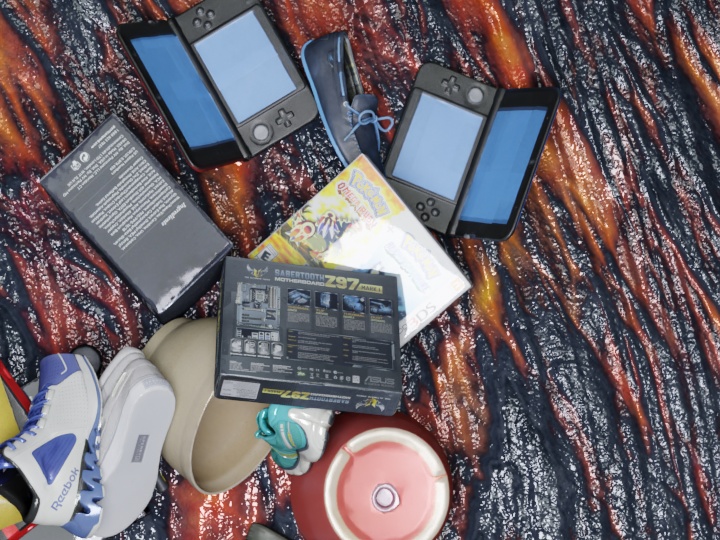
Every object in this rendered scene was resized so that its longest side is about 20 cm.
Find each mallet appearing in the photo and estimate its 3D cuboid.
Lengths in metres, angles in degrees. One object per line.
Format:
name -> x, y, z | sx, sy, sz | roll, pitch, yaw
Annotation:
mallet -> -0.282, 0.173, 1.567 | 0.041, 0.066, 0.201 | -32, 87, -10

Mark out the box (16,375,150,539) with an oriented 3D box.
box -> -0.369, 0.241, 1.529 | 0.181, 0.104, 0.202 | -30, 86, -9

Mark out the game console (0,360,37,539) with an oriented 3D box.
game console -> -0.428, 0.209, 1.465 | 0.176, 0.031, 0.201 | -37, 86, -4

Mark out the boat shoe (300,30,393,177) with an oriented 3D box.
boat shoe -> -0.011, -0.198, 1.628 | 0.068, 0.084, 0.202 | -25, 87, 20

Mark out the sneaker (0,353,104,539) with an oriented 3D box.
sneaker -> -0.336, 0.180, 1.406 | 0.114, 0.080, 0.202 | 10, 59, -37

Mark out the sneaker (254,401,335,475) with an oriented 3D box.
sneaker -> -0.079, 0.176, 1.498 | 0.079, 0.200, 0.078 | 21, 69, -4

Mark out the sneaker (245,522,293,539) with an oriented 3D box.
sneaker -> -0.064, 0.389, 1.554 | 0.198, 0.076, 0.115 | 27, 84, 5

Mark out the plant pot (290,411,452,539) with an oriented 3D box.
plant pot -> 0.021, 0.254, 1.531 | 0.197, 0.177, 0.204 | 1, 83, -5

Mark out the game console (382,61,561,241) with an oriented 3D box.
game console -> 0.126, -0.149, 1.624 | 0.169, 0.118, 0.202 | 21, 80, -3

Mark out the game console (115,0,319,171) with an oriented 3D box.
game console -> -0.167, -0.238, 1.603 | 0.171, 0.119, 0.202 | -30, 87, 0

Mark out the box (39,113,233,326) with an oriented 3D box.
box -> -0.251, -0.050, 1.533 | 0.117, 0.197, 0.200 | -43, 88, -9

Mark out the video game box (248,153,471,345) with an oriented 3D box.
video game box -> 0.000, 0.000, 1.553 | 0.182, 0.047, 0.201 | -41, 88, 4

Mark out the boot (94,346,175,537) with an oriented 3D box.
boot -> -0.262, 0.185, 1.462 | 0.073, 0.096, 0.202 | 12, 111, -36

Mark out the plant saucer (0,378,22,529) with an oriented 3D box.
plant saucer -> -0.464, 0.201, 1.426 | 0.198, 0.048, 0.202 | -22, 87, -3

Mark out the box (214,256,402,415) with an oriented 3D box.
box -> -0.056, 0.070, 1.439 | 0.197, 0.051, 0.159 | 7, 51, -11

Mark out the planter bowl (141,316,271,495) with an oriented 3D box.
planter bowl -> -0.178, 0.136, 1.533 | 0.134, 0.200, 0.202 | 26, 79, 26
